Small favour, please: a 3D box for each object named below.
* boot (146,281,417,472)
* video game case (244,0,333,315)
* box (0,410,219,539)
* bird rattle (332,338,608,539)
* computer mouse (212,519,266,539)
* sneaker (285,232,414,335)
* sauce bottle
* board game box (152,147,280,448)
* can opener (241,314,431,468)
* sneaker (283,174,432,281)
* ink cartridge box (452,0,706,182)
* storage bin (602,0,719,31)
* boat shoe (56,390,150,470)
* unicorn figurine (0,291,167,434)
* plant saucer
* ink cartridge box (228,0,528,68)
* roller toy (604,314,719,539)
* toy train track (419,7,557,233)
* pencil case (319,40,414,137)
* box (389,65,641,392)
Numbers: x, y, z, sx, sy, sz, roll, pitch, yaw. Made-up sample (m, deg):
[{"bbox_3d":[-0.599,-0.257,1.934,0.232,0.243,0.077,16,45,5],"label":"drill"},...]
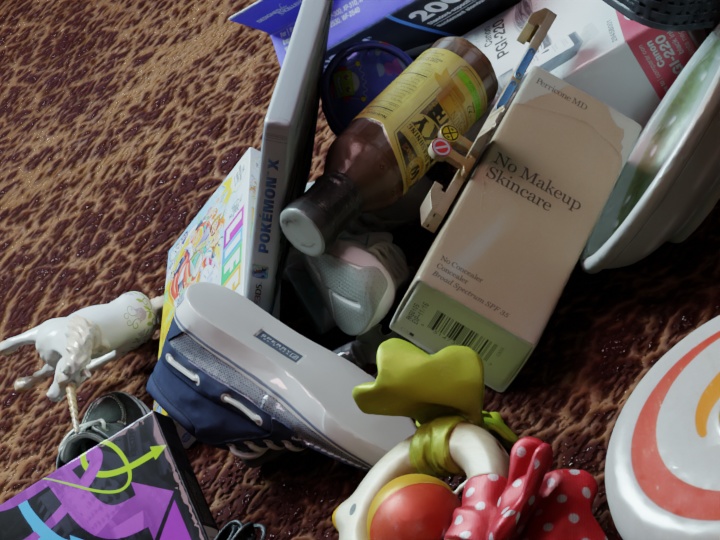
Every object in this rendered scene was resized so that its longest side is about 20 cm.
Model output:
[{"bbox_3d":[-0.054,0.097,1.309,0.073,0.199,0.091,-27,-32,-56],"label":"boot"},{"bbox_3d":[-0.051,-0.089,1.376,0.022,0.184,0.201,10,40,1],"label":"video game case"},{"bbox_3d":[-0.190,0.208,1.306,0.199,0.036,0.144,-33,65,11],"label":"box"},{"bbox_3d":[0.059,0.147,1.170,0.163,0.112,0.200,-45,42,10],"label":"bird rattle"},{"bbox_3d":[-0.082,0.241,1.170,0.140,0.046,0.200,-43,42,-5],"label":"computer mouse"},{"bbox_3d":[0.000,0.000,1.370,0.080,0.071,0.200,-27,5,-10],"label":"sneaker"},{"bbox_3d":[0.019,-0.085,1.332,0.064,0.065,0.200,3,41,48],"label":"sauce bottle"},{"bbox_3d":[-0.109,0.019,1.473,0.135,0.034,0.201,-48,28,35],"label":"board game box"},{"bbox_3d":[-0.001,0.075,1.357,0.199,0.054,0.067,-29,-1,17],"label":"can opener"},{"bbox_3d":[-0.022,-0.029,1.494,0.199,0.073,0.085,-17,41,48],"label":"sneaker"},{"bbox_3d":[0.158,-0.149,1.440,0.199,0.085,0.146,-30,31,17],"label":"ink cartridge box"},{"bbox_3d":[0.240,-0.244,1.345,0.199,0.095,0.135,-12,40,-38],"label":"storage bin"},{"bbox_3d":[-0.190,0.144,1.426,0.072,0.071,0.201,-32,31,9],"label":"boat shoe"},{"bbox_3d":[-0.220,0.060,1.507,0.137,0.074,0.200,-23,14,43],"label":"unicorn figurine"},{"bbox_3d":[0.216,-0.075,1.262,0.201,0.050,0.200,-58,2,3],"label":"plant saucer"},{"bbox_3d":[0.031,-0.202,1.523,0.197,0.199,0.044,-24,67,42],"label":"ink cartridge box"},{"bbox_3d":[0.224,0.105,0.968,0.200,0.140,0.182,-50,33,-21],"label":"roller toy"},{"bbox_3d":[0.082,-0.111,1.313,0.201,0.032,0.115,-59,-1,-32],"label":"toy train track"},{"bbox_3d":[0.017,-0.127,1.484,0.086,0.079,0.200,6,-1,3],"label":"pencil case"},{"bbox_3d":[0.107,-0.030,1.298,0.201,0.094,0.078,-62,0,-31],"label":"box"}]
